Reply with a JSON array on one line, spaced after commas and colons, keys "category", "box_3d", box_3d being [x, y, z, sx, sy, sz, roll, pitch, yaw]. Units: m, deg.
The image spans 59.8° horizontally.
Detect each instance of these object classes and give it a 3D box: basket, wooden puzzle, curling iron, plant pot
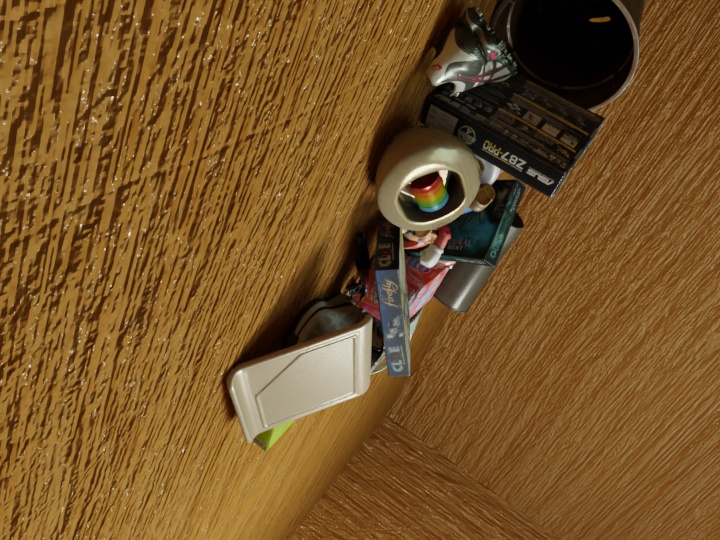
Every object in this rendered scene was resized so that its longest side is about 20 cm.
[{"category": "basket", "box_3d": [0.216, -0.049, 1.241, 0.136, 0.181, 0.200, 11, 129, -38]}, {"category": "wooden puzzle", "box_3d": [-0.075, 0.143, 0.836, 0.200, 0.037, 0.185, -22, 145, -17]}, {"category": "curling iron", "box_3d": [0.000, 0.000, 0.957, 0.050, 0.026, 0.200, -54, 167, -26]}, {"category": "plant pot", "box_3d": [0.307, -0.361, 0.878, 0.198, 0.200, 0.200, -58, 170, -31]}]

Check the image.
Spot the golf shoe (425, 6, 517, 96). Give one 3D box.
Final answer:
[{"category": "golf shoe", "box_3d": [0.133, -0.257, 0.761, 0.088, 0.077, 0.200, -39, 171, 21]}]

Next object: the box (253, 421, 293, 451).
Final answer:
[{"category": "box", "box_3d": [-0.095, 0.183, 1.005, 0.200, 0.048, 0.122, -44, 162, -42]}]

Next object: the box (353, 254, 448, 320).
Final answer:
[{"category": "box", "box_3d": [0.079, 0.018, 1.129, 0.096, 0.100, 0.200, -62, 167, 24]}]

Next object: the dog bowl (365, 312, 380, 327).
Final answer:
[{"category": "dog bowl", "box_3d": [0.021, 0.145, 1.319, 0.200, 0.059, 0.200, -53, 167, -18]}]

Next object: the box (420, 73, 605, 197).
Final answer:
[{"category": "box", "box_3d": [0.203, -0.199, 0.830, 0.161, 0.200, 0.049, -48, 163, -37]}]

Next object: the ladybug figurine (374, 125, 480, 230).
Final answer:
[{"category": "ladybug figurine", "box_3d": [0.081, -0.118, 0.796, 0.135, 0.072, 0.200, -21, 154, 5]}]

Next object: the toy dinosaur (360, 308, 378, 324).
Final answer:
[{"category": "toy dinosaur", "box_3d": [-0.007, 0.103, 1.159, 0.088, 0.047, 0.200, -46, 169, -25]}]

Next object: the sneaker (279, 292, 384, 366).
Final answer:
[{"category": "sneaker", "box_3d": [-0.026, 0.098, 0.900, 0.076, 0.115, 0.200, -61, 166, 22]}]

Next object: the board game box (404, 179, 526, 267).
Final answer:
[{"category": "board game box", "box_3d": [0.157, -0.080, 0.997, 0.028, 0.200, 0.136, 30, 78, -34]}]

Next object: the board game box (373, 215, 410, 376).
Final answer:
[{"category": "board game box", "box_3d": [0.050, 0.038, 0.926, 0.136, 0.034, 0.200, -83, 168, -53]}]

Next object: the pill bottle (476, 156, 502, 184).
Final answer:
[{"category": "pill bottle", "box_3d": [0.202, -0.217, 0.972, 0.200, 0.113, 0.114, -47, 164, -37]}]

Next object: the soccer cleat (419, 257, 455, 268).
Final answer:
[{"category": "soccer cleat", "box_3d": [0.138, -0.074, 1.106, 0.200, 0.068, 0.085, -87, -169, -63]}]

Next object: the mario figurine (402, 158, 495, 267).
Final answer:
[{"category": "mario figurine", "box_3d": [0.100, -0.085, 0.929, 0.200, 0.106, 0.124, -37, -145, 51]}]

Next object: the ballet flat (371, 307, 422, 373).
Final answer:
[{"category": "ballet flat", "box_3d": [0.049, 0.140, 1.188, 0.200, 0.071, 0.069, -39, -156, -20]}]
